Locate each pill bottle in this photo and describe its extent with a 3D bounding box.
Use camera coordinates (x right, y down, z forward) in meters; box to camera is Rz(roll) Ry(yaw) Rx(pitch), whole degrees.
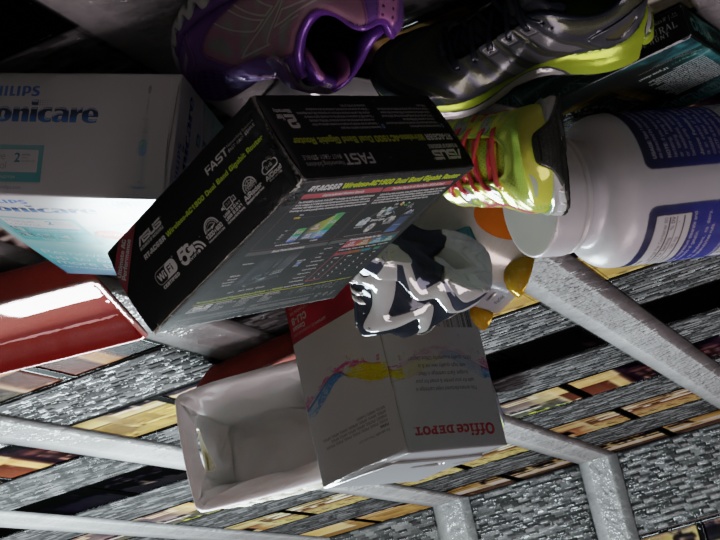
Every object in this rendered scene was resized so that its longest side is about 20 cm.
[{"bbox_3d":[0.217,-0.065,1.211,0.197,0.121,0.120,-6,162,-23],"label":"pill bottle"}]

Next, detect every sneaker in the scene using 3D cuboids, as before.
[{"bbox_3d":[0.000,0.000,1.312,0.197,0.080,0.130,18,138,-22],"label":"sneaker"},{"bbox_3d":[0.099,-0.163,1.023,0.198,0.075,0.081,-19,153,-1],"label":"sneaker"},{"bbox_3d":[0.088,-0.072,1.060,0.089,0.079,0.200,-4,180,-8],"label":"sneaker"},{"bbox_3d":[-0.042,-0.141,0.929,0.080,0.090,0.199,1,159,-42],"label":"sneaker"}]

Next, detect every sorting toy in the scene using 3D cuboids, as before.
[{"bbox_3d":[0.055,-0.026,1.400,0.178,0.108,0.200,11,158,-10],"label":"sorting toy"}]

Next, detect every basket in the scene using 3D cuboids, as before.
[{"bbox_3d":[-0.089,0.185,1.728,0.197,0.137,0.123,-16,165,10],"label":"basket"}]

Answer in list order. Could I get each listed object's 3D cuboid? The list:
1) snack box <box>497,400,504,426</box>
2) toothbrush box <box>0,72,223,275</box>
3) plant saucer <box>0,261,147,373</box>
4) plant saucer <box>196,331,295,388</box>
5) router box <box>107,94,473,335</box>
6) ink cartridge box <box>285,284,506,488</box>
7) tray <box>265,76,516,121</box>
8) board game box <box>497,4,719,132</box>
[{"bbox_3d":[0.127,0.199,2.196,0.140,0.054,0.200,-16,163,5],"label":"snack box"},{"bbox_3d":[-0.163,-0.059,1.043,0.144,0.087,0.200,2,165,11],"label":"toothbrush box"},{"bbox_3d":[-0.308,0.043,1.377,0.197,0.037,0.200,-14,164,2],"label":"plant saucer"},{"bbox_3d":[-0.066,0.108,1.793,0.199,0.037,0.199,-25,159,32],"label":"plant saucer"},{"bbox_3d":[-0.040,-0.039,0.962,0.150,0.063,0.199,-42,163,29],"label":"router box"},{"bbox_3d":[0.034,0.108,1.582,0.144,0.203,0.144,3,157,-41],"label":"ink cartridge box"},{"bbox_3d":[0.015,-0.103,1.155,0.198,0.022,0.107,7,156,-27],"label":"tray"},{"bbox_3d":[0.194,-0.138,1.219,0.198,0.029,0.135,-24,160,29],"label":"board game box"}]
